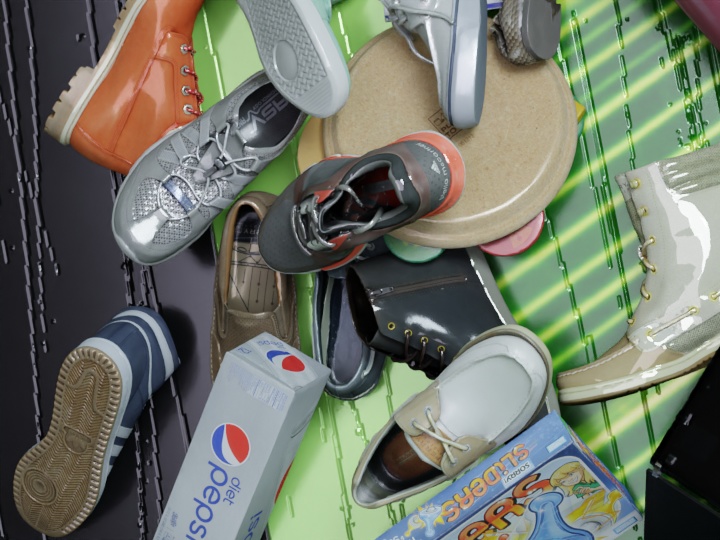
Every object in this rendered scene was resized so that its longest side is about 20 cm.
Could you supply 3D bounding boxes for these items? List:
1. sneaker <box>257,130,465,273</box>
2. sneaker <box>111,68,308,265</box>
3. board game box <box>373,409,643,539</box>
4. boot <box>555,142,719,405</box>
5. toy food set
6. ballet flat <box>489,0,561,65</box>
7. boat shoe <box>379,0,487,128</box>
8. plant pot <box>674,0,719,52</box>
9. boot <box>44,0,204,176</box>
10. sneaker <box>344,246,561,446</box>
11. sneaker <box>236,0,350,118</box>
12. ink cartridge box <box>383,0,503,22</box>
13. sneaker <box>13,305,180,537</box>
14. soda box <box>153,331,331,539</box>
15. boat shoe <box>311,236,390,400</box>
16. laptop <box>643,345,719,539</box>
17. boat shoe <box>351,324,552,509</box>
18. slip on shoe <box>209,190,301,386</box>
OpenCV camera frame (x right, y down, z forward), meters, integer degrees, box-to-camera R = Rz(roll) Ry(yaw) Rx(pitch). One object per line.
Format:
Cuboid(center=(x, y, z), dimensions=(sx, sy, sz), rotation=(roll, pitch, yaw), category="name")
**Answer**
Cuboid(center=(-0.019, -0.045, 1.366), dimensions=(0.199, 0.082, 0.078), rotation=(-28, 88, 42), category="sneaker")
Cuboid(center=(-0.110, -0.088, 1.436), dimensions=(0.075, 0.082, 0.200), rotation=(44, 75, -8), category="sneaker")
Cuboid(center=(0.096, 0.200, 1.411), dimensions=(0.199, 0.135, 0.035), rotation=(-37, 46, 8), category="board game box")
Cuboid(center=(0.216, 0.003, 1.420), dimensions=(0.199, 0.072, 0.156), rotation=(-24, 86, 4), category="boot")
Cuboid(center=(0.067, -0.100, 1.436), dimensions=(0.197, 0.049, 0.200), rotation=(33, 74, 16), category="toy food set")
Cuboid(center=(0.129, -0.247, 1.433), dimensions=(0.046, 0.067, 0.202), rotation=(-5, 71, 42), category="ballet flat")
Cuboid(center=(0.048, -0.201, 1.406), dimensions=(0.085, 0.075, 0.204), rotation=(-3, 79, 9), category="boat shoe")
Cuboid(center=(0.300, -0.225, 1.358), dimensions=(0.199, 0.200, 0.180), rotation=(-31, 100, 9), category="plant pot")
Cuboid(center=(-0.149, -0.162, 1.495), dimensions=(0.107, 0.075, 0.201), rotation=(35, 101, 3), category="boot")
Cuboid(center=(0.066, 0.070, 1.425), dimensions=(0.106, 0.075, 0.201), rotation=(-20, 74, -25), category="sneaker")
Cuboid(center=(-0.027, -0.202, 1.431), dimensions=(0.201, 0.118, 0.074), rotation=(61, 141, 27), category="sneaker")
Cuboid(center=(0.058, -0.292, 1.470), dimensions=(0.099, 0.039, 0.202), rotation=(-4, 87, 9), category="ink cartridge box")
Cuboid(center=(-0.204, 0.116, 1.505), dimensions=(0.070, 0.109, 0.201), rotation=(30, 125, 7), category="sneaker")
Cuboid(center=(-0.094, 0.151, 1.447), dimensions=(0.063, 0.068, 0.201), rotation=(29, 111, 15), category="soda box")
Cuboid(center=(0.000, 0.000, 1.464), dimensions=(0.072, 0.062, 0.202), rotation=(8, 90, 12), category="boat shoe")
Cuboid(center=(0.302, 0.168, 1.360), dimensions=(0.177, 0.103, 0.201), rotation=(32, 92, 34), category="laptop")
Cuboid(center=(0.063, 0.114, 1.366), dimensions=(0.075, 0.068, 0.200), rotation=(45, 133, 3), category="boat shoe")
Cuboid(center=(-0.081, 0.039, 1.479), dimensions=(0.075, 0.061, 0.202), rotation=(4, 90, 10), category="slip on shoe")
